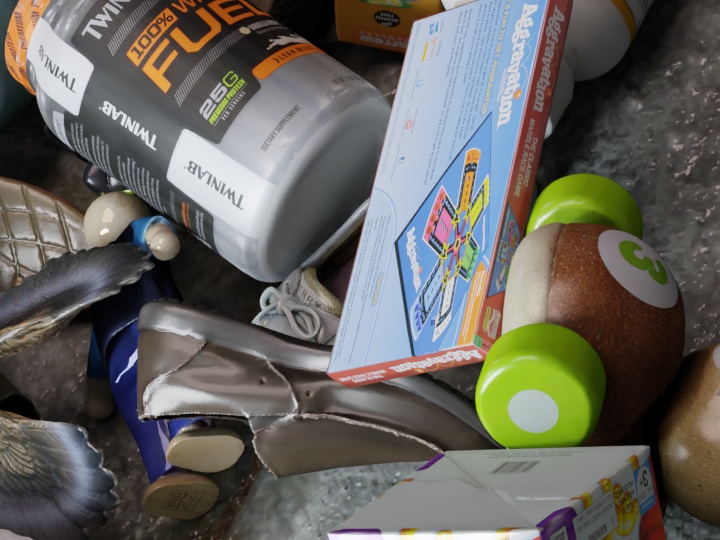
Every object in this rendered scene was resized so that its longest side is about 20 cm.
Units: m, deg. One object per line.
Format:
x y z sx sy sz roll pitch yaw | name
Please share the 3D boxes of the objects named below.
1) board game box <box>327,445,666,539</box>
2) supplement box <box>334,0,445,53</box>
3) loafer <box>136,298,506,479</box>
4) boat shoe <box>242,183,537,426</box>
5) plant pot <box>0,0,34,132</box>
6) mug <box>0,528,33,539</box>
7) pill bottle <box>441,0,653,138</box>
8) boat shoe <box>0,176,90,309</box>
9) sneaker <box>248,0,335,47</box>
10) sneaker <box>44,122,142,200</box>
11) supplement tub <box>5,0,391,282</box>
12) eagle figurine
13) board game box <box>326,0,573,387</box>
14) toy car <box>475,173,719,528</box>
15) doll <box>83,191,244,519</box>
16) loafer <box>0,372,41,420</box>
0.072 0.185 1.153 0.104 0.201 0.103 -5 14 33 | board game box
0.022 -0.200 1.493 0.066 0.200 0.069 11 61 9 | supplement box
-0.023 0.073 1.387 0.199 0.073 0.072 16 83 14 | loafer
0.001 0.000 1.454 0.202 0.065 0.075 -39 43 5 | boat shoe
-0.265 -0.142 1.646 0.199 0.200 0.135 -29 40 13 | plant pot
-0.234 0.177 1.393 0.175 0.201 0.148 11 51 49 | mug
0.109 -0.173 1.476 0.112 0.113 0.201 12 66 40 | pill bottle
-0.220 -0.025 1.624 0.199 0.067 0.073 14 100 24 | boat shoe
-0.054 -0.187 1.550 0.070 0.201 0.076 -31 63 -28 | sneaker
-0.154 -0.111 1.635 0.082 0.072 0.201 -24 45 -1 | sneaker
-0.090 -0.093 1.502 0.199 0.123 0.123 34 80 21 | supplement tub
-0.214 0.059 1.453 0.198 0.153 0.151 6 25 -5 | eagle figurine
0.045 -0.044 1.343 0.103 0.019 0.201 -14 54 47 | board game box
0.164 0.056 1.249 0.198 0.159 0.165 3 31 12 | toy car
-0.118 0.037 1.497 0.137 0.048 0.201 -61 37 41 | doll
-0.216 0.078 1.545 0.067 0.076 0.201 -23 62 6 | loafer
